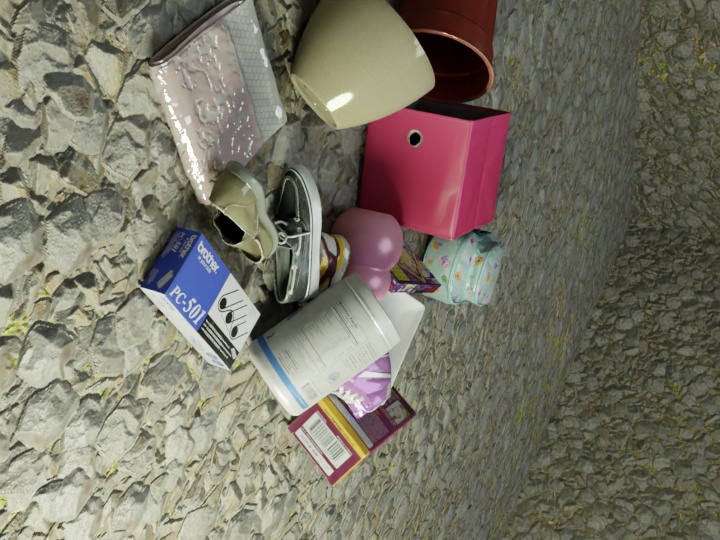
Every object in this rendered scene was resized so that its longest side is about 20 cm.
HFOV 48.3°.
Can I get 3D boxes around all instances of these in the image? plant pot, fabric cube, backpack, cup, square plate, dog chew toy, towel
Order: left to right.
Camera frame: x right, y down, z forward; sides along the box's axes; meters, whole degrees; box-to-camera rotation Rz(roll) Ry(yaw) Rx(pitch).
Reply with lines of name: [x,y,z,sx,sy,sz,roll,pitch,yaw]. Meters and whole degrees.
towel: [-0.170,-0.215,0.999,0.191,0.032,0.201,-53,146,-35]
cup: [-0.014,-0.283,1.120,0.143,0.200,0.201,-43,147,-5]
dog chew toy: [0.000,0.000,1.332,0.124,0.123,0.202,3,100,-63]
square plate: [0.001,0.102,1.403,0.197,0.028,0.201,34,69,-23]
fabric cube: [0.128,-0.188,1.406,0.200,0.195,0.201,-25,127,-57]
plant pot: [0.144,-0.418,1.339,0.201,0.199,0.197,49,53,-59]
backpack: [0.216,-0.009,1.724,0.199,0.152,0.178,1,108,-56]

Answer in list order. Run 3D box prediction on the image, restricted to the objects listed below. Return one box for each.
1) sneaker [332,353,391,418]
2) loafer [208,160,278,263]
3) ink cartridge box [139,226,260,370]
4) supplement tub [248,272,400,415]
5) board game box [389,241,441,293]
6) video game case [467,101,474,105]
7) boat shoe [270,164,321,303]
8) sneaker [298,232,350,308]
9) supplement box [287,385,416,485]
sneaker: [-0.031,0.190,1.315,0.199,0.072,0.116,-4,85,-28]
loafer: [-0.160,-0.064,1.041,0.070,0.075,0.201,-47,158,-19]
ink cartridge box: [-0.204,0.041,1.052,0.095,0.044,0.201,-63,151,-24]
supplement tub: [-0.054,0.110,1.198,0.199,0.132,0.132,-35,144,-6]
board game box: [0.069,-0.010,1.476,0.032,0.121,0.199,-41,160,20]
video game case: [0.194,-0.274,1.678,0.201,0.022,0.182,-63,151,-21]
boat shoe: [-0.104,-0.052,1.170,0.068,0.073,0.202,-11,110,-40]
sneaker: [-0.082,0.037,1.272,0.090,0.075,0.202,0,104,-45]
supplement box: [-0.012,0.264,1.417,0.103,0.131,0.199,-48,166,30]
